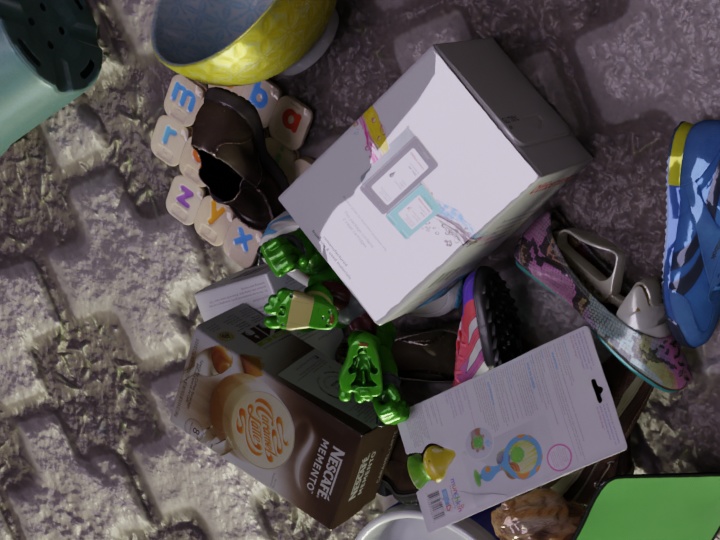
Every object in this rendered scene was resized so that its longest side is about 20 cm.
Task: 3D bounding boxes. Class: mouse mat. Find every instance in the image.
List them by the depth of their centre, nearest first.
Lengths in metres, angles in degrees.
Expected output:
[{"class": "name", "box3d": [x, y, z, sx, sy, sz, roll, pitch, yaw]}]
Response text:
[{"class": "mouse mat", "box3d": [0.241, 0.251, 1.518, 0.008, 0.161, 0.200, 58, 136, 46]}]

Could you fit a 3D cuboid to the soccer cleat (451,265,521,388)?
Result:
[{"class": "soccer cleat", "box3d": [0.108, 0.087, 1.557, 0.073, 0.068, 0.200, 2, 123, 27]}]

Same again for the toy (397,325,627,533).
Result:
[{"class": "toy", "box3d": [0.134, 0.142, 1.497, 0.200, 0.047, 0.115, -25, 64, 21]}]

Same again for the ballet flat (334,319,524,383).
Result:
[{"class": "ballet flat", "box3d": [0.061, 0.080, 1.633, 0.200, 0.046, 0.068, -1, 105, 32]}]

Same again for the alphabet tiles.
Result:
[{"class": "alphabet tiles", "box3d": [-0.121, -0.108, 1.712, 0.200, 0.015, 0.196, 36, 124, 19]}]

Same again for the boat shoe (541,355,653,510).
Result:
[{"class": "boat shoe", "box3d": [0.216, 0.157, 1.555, 0.075, 0.075, 0.202, 25, 124, -15]}]

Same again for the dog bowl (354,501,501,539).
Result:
[{"class": "dog bowl", "box3d": [0.089, 0.312, 1.683, 0.200, 0.079, 0.201, 13, 115, 31]}]

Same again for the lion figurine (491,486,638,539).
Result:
[{"class": "lion figurine", "box3d": [0.179, 0.265, 1.546, 0.073, 0.122, 0.200, -122, 21, -52]}]

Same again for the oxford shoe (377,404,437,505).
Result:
[{"class": "oxford shoe", "box3d": [0.054, 0.172, 1.620, 0.200, 0.073, 0.085, 0, 103, 64]}]

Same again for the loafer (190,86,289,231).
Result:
[{"class": "loafer", "box3d": [-0.123, -0.091, 1.614, 0.073, 0.071, 0.200, 22, 157, 24]}]

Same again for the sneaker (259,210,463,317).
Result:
[{"class": "sneaker", "box3d": [0.000, 0.000, 1.623, 0.200, 0.081, 0.077, 19, 117, 18]}]

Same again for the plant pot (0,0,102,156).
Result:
[{"class": "plant pot", "box3d": [-0.382, -0.212, 1.754, 0.196, 0.200, 0.201, -24, 93, 30]}]

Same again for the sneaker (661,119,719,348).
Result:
[{"class": "sneaker", "box3d": [0.295, -0.025, 1.423, 0.078, 0.066, 0.201, 10, 112, 28]}]

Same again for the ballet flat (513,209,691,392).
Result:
[{"class": "ballet flat", "box3d": [0.216, 0.019, 1.487, 0.200, 0.069, 0.071, 44, 124, 26]}]

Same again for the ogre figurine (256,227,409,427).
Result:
[{"class": "ogre figurine", "box3d": [-0.017, 0.037, 1.537, 0.200, 0.120, 0.098, 35, 114, -11]}]

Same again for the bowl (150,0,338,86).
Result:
[{"class": "bowl", "box3d": [-0.083, -0.239, 1.563, 0.200, 0.200, 0.108, -19, 138, 38]}]

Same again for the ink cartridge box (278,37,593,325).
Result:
[{"class": "ink cartridge box", "box3d": [0.067, -0.080, 1.486, 0.200, 0.147, 0.146, -43, 80, 25]}]

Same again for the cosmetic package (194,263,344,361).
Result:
[{"class": "cosmetic package", "box3d": [-0.073, 0.094, 1.710, 0.107, 0.085, 0.200, -14, 100, 38]}]

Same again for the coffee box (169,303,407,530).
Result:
[{"class": "coffee box", "box3d": [-0.070, 0.134, 1.618, 0.200, 0.080, 0.115, 30, 120, 23]}]
